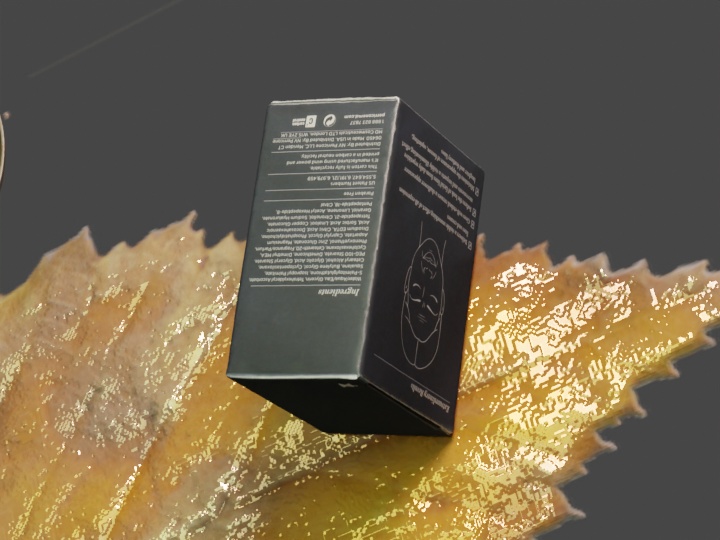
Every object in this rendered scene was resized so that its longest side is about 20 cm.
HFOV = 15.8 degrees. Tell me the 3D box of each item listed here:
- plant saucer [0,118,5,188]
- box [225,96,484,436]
[{"bbox_3d":[-0.362,-0.071,2.073,0.199,0.032,0.201,-9,68,24],"label":"plant saucer"},{"bbox_3d":[0.000,0.000,1.789,0.107,0.148,0.201,-1,71,27],"label":"box"}]
